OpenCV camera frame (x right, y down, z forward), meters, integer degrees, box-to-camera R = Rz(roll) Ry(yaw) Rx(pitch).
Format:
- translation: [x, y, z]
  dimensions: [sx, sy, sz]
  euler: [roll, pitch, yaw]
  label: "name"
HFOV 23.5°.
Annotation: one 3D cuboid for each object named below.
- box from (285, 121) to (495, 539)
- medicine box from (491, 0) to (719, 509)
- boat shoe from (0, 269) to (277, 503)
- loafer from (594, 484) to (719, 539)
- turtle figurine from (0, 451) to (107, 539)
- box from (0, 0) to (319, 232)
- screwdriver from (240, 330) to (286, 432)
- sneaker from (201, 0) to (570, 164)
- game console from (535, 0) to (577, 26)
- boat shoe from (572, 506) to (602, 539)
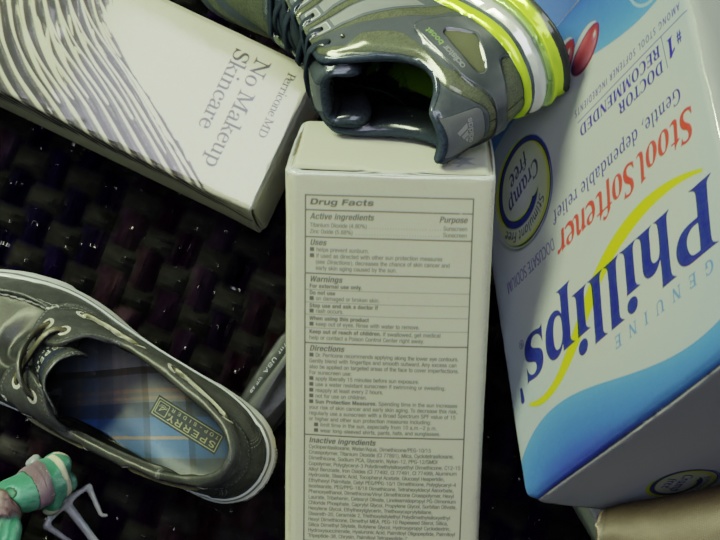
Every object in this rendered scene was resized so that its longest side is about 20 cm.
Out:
- translation: [0.013, 0.038, 0.794]
  dimensions: [0.094, 0.078, 0.202]
  euler: [3, 111, 2]
  label: "box"
- translation: [0.143, -0.021, 0.751]
  dimensions: [0.102, 0.182, 0.202]
  euler: [7, 59, -24]
  label: "medicine box"
- translation: [-0.134, 0.054, 0.835]
  dimensions: [0.199, 0.066, 0.070]
  euler: [30, 88, 15]
  label: "boat shoe"
- translation: [0.130, 0.131, 0.734]
  dimensions: [0.071, 0.073, 0.200]
  euler: [39, 123, -7]
  label: "loafer"
- translation: [-0.193, 0.145, 0.823]
  dimensions: [0.199, 0.101, 0.150]
  euler: [33, 84, 12]
  label: "turtle figurine"
- translation: [-0.123, -0.100, 0.865]
  dimensions: [0.199, 0.068, 0.083]
  euler: [24, 84, 5]
  label: "box"
- translation: [0.000, 0.000, 0.865]
  dimensions: [0.028, 0.029, 0.201]
  euler: [36, 85, -9]
  label: "screwdriver"
- translation: [-0.007, -0.108, 0.775]
  dimensions: [0.199, 0.074, 0.081]
  euler: [24, 50, 33]
  label: "sneaker"
- translation: [0.095, -0.141, 0.811]
  dimensions: [0.198, 0.119, 0.174]
  euler: [2, 106, 0]
  label: "game console"
- translation: [0.150, 0.130, 0.828]
  dimensions: [0.063, 0.071, 0.201]
  euler: [-32, 90, -2]
  label: "boat shoe"
